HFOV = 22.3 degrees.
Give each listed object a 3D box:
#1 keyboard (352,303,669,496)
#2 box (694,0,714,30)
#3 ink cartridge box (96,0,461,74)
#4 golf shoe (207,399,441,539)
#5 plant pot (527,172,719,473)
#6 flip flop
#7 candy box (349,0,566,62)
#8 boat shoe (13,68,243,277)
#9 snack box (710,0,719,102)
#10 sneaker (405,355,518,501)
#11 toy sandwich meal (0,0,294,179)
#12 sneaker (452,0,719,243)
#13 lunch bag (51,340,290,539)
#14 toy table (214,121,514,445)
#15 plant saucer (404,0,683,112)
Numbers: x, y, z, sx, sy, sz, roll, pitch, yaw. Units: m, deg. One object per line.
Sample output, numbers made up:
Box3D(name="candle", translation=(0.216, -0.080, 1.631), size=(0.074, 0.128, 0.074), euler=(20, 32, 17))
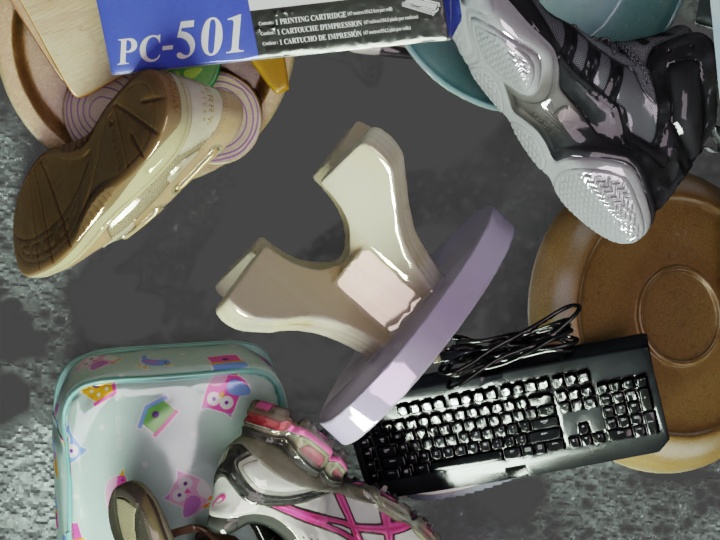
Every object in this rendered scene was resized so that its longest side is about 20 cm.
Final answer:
Box3D(name="keyboard", translation=(0.086, 0.086, 1.138), size=(0.198, 0.040, 0.105), euler=(-13, 102, 14))
Box3D(name="box", translation=(0.307, -0.238, 1.150), size=(0.140, 0.079, 0.202), euler=(8, 103, -16))
Box3D(name="ink cartridge box", translation=(-0.050, -0.167, 1.010), size=(0.198, 0.044, 0.095), euler=(-4, 111, 15))
Box3D(name="golf shoe", translation=(-0.022, 0.164, 1.133), size=(0.200, 0.072, 0.093), euler=(42, 70, -35))
Box3D(name="plant pot", translation=(0.202, 0.030, 1.185), size=(0.198, 0.027, 0.202), euler=(3, 82, -22))
Box3D(name="flip flop", translation=(-0.085, 0.197, 1.115), size=(0.058, 0.081, 0.200), euler=(-45, 114, -18))
Box3D(name="candy box", translation=(0.064, -0.229, 1.116), size=(0.135, 0.061, 0.202), euler=(5, 102, -14))
Box3D(name="boat shoe", translation=(-0.142, -0.049, 1.084), size=(0.064, 0.200, 0.072), euler=(4, 65, -39))
Box3D(name="snack box", translation=(0.285, -0.142, 1.054), size=(0.167, 0.068, 0.202), euler=(-11, 96, -30))
Box3D(name="sneaker", translation=(0.111, 0.083, 1.199), size=(0.198, 0.070, 0.083), euler=(-20, 109, -7))
Box3D(name="toy sandwich meal", translation=(-0.130, -0.145, 1.097), size=(0.203, 0.070, 0.207), euler=(-3, 104, -10))
Box3D(name="sneaker", translation=(0.134, -0.123, 1.057), size=(0.114, 0.075, 0.201), euler=(-39, 105, -13))
Box3D(name="lunch bag", translation=(-0.114, 0.148, 1.171), size=(0.159, 0.077, 0.202), euler=(-6, 107, -14))
Box3D(name="toy table", translation=(0.000, 0.000, 1.113), size=(0.117, 0.200, 0.184), euler=(42, 125, -7))
Box3D(name="plant saucer", translation=(0.101, -0.195, 1.082), size=(0.198, 0.036, 0.202), euler=(-4, 106, -13))
